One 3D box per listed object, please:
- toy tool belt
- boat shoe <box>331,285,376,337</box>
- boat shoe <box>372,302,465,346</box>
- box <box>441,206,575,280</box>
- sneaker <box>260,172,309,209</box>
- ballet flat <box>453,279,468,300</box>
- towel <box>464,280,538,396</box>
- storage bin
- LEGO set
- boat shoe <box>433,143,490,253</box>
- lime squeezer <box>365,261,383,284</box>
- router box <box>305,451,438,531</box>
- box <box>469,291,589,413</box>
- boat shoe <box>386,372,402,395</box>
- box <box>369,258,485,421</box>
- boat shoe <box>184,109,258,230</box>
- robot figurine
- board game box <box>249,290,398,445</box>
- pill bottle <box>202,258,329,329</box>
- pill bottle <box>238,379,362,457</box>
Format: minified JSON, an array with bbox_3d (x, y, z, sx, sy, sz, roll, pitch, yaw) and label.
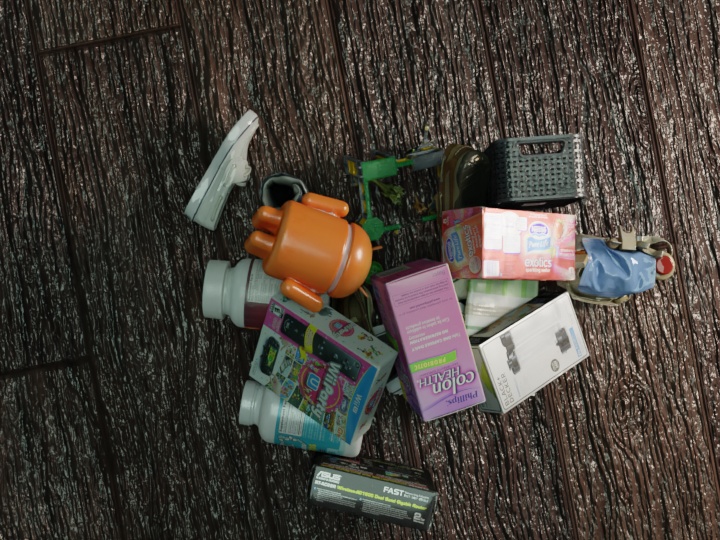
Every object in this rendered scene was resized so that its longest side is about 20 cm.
[{"bbox_3d":[0.414,-0.006,1.467,0.196,0.123,0.128,0,90,0],"label":"toy tool belt"},{"bbox_3d":[-0.013,0.101,1.442,0.074,0.075,0.205,-24,53,15],"label":"boat shoe"},{"bbox_3d":[0.081,0.111,1.479,0.197,0.072,0.068,-18,48,2],"label":"boat shoe"},{"bbox_3d":[0.221,-0.037,1.380,0.197,0.094,0.105,0,90,-36],"label":"box"},{"bbox_3d":[-0.079,-0.074,1.457,0.202,0.146,0.077,41,88,-1],"label":"sneaker"},{"bbox_3d":[0.183,0.004,1.501,0.199,0.069,0.070,-38,90,-1],"label":"ballet flat"},{"bbox_3d":[0.227,0.100,1.476,0.147,0.031,0.204,5,88,-33],"label":"towel"},{"bbox_3d":[0.261,-0.145,1.428,0.132,0.200,0.096,-4,90,0],"label":"storage bin"},{"bbox_3d":[0.056,-0.134,1.490,0.197,0.116,0.156,-21,109,-13],"label":"LEGO set"},{"bbox_3d":[0.152,-0.103,1.428,0.075,0.074,0.203,-16,128,-31],"label":"boat shoe"},{"bbox_3d":[0.000,0.000,1.465,0.197,0.071,0.038,19,102,-12],"label":"lime squeezer"},{"bbox_3d":[0.017,0.338,1.449,0.196,0.150,0.063,13,90,0],"label":"router box"},{"bbox_3d":[0.256,0.126,1.446,0.198,0.060,0.119,-26,100,-28],"label":"box"},{"bbox_3d":[0.137,0.158,1.489,0.198,0.074,0.068,-30,89,-1],"label":"boat shoe"},{"bbox_3d":[0.094,0.095,1.358,0.095,0.176,0.204,-18,95,-5],"label":"box"},{"bbox_3d":[-0.209,-0.159,1.494,0.065,0.072,0.202,31,90,-4],"label":"boat shoe"},{"bbox_3d":[-0.068,-0.028,1.354,0.197,0.145,0.118,19,126,-13],"label":"robot figurine"},{"bbox_3d":[-0.058,0.138,1.373,0.198,0.064,0.149,31,121,20],"label":"board game box"},{"bbox_3d":[-0.146,0.040,1.472,0.196,0.110,0.112,6,89,0],"label":"pill bottle"},{"bbox_3d":[-0.090,0.225,1.470,0.196,0.111,0.113,10,89,1],"label":"pill bottle"}]
